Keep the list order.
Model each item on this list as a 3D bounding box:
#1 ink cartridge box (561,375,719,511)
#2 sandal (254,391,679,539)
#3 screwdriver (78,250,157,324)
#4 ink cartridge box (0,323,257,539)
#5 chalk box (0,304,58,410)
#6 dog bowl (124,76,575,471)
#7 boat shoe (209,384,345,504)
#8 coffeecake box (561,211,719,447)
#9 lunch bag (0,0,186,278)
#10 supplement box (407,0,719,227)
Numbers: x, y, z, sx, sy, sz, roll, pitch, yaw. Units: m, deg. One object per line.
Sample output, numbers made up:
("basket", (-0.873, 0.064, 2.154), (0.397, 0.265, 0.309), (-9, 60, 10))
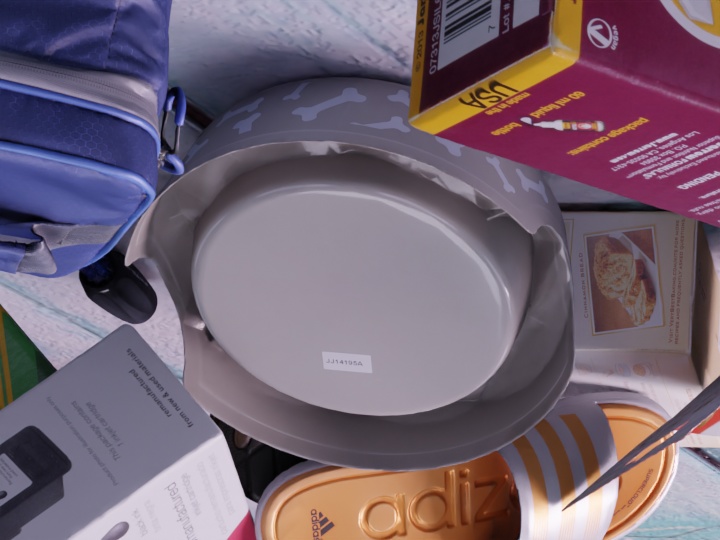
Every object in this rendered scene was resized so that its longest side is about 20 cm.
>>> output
("ink cartridge box", (0.196, 0.046, 1.183), (0.057, 0.200, 0.163), (47, 157, 2))
("sandal", (0.056, 0.113, 1.240), (0.205, 0.080, 0.059), (-11, -161, -12))
("screwdriver", (-0.144, -0.010, 1.317), (0.028, 0.029, 0.200), (-1, 165, 18))
("ink cartridge box", (-0.151, 0.141, 1.228), (0.200, 0.083, 0.146), (-35, 148, -14))
("chalk box", (-0.226, 0.056, 1.318), (0.200, 0.124, 0.124), (44, 169, 30))
("dog bowl", (0.000, 0.000, 1.170), (0.199, 0.059, 0.201), (8, 136, 8))
("boat shoe", (0.019, 0.090, 1.299), (0.199, 0.076, 0.074), (18, -179, -19))
("coffeecake box", (0.073, 0.030, 1.315), (0.199, 0.074, 0.154), (0, 160, 14))
("lunch bag", (-0.159, -0.068, 1.005), (0.199, 0.133, 0.136), (12, 160, -16))
("supplement box", (0.123, -0.084, 0.919), (0.199, 0.111, 0.086), (16, 158, -29))
